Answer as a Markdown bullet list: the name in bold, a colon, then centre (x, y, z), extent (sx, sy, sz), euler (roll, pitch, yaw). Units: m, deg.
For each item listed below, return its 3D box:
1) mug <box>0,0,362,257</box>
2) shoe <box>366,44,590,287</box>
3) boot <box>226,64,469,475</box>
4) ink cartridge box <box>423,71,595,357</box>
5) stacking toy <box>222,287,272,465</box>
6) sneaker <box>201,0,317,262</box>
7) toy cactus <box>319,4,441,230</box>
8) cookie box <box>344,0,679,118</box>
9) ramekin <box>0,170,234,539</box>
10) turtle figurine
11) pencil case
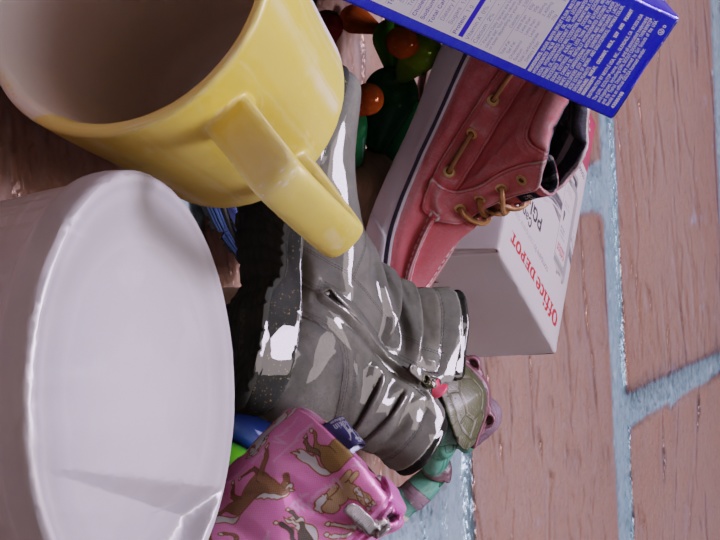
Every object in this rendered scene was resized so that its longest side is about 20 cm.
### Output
- **mug**: centre (-0.080, -0.087, 1.151), extent (0.153, 0.149, 0.187), euler (45, 38, -59)
- **shoe**: centre (0.072, -0.052, 1.437), extent (0.071, 0.091, 0.200), euler (-15, 130, -57)
- **boot**: centre (0.000, 0.000, 1.257), extent (0.131, 0.068, 0.200), euler (19, 76, -29)
- **ink cartridge box**: centre (0.096, -0.058, 1.661), extent (0.147, 0.083, 0.200), euler (57, 38, -52)
- **stacking toy**: centre (-0.082, 0.111, 1.254), extent (0.085, 0.085, 0.200), euler (59, 44, -49)
- **sneaker**: centre (-0.048, -0.092, 1.327), extent (0.075, 0.078, 0.200), euler (-24, 111, -65)
- **toy cactus**: centre (0.003, -0.090, 1.465), extent (0.200, 0.102, 0.165), euler (-11, 117, -69)
- **cookie box**: centre (0.054, -0.183, 1.330), extent (0.200, 0.075, 0.171), euler (21, 22, -26)
- **ramekin**: centre (-0.141, 0.057, 1.080), extent (0.202, 0.094, 0.203), euler (-2, 90, -68)
- **turtle figurine**: centre (0.036, 0.087, 1.505), extent (0.200, 0.101, 0.150), euler (-26, 113, -71)
- **pencil case**: centre (-0.068, 0.159, 1.156), extent (0.083, 0.087, 0.200), euler (47, 73, -5)
